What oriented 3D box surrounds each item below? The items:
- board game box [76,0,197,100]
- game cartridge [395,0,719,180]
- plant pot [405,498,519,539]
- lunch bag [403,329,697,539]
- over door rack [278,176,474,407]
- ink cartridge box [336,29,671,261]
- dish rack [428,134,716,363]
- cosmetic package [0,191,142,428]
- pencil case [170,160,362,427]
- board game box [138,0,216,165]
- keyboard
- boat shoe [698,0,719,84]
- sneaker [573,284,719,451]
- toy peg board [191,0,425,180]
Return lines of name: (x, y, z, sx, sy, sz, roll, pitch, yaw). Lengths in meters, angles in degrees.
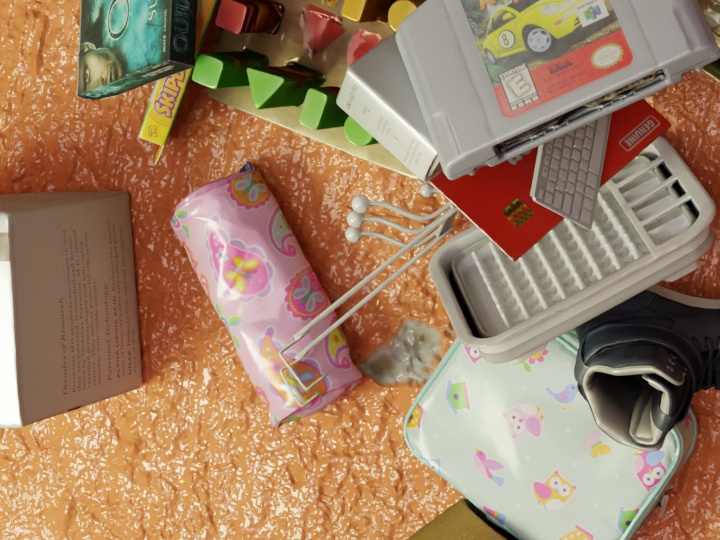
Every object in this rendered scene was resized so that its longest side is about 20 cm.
board game box: (-0.171, -0.241, 1.629, 0.135, 0.028, 0.202, -13, 72, 50)
game cartridge: (0.127, -0.158, 1.420, 0.199, 0.041, 0.134, -25, 61, 10)
plant pot: (0.059, 0.280, 1.594, 0.186, 0.186, 0.201, 35, 95, 15)
lunch bag: (0.147, 0.119, 1.579, 0.199, 0.077, 0.161, 37, 105, 13)
over door rack: (0.000, 0.000, 1.547, 0.066, 0.148, 0.200, 39, 83, 4)
ink cartridge box: (0.110, -0.124, 1.505, 0.173, 0.200, 0.044, 42, 146, 13)
dish rack: (0.154, -0.010, 1.508, 0.199, 0.172, 0.044, -28, 118, 4)
cosmetic package: (-0.292, 0.027, 1.680, 0.163, 0.200, 0.167, -1, 96, 23)
pencil case: (-0.075, 0.019, 1.658, 0.087, 0.087, 0.201, -31, 84, 22)
board game box: (-0.133, -0.186, 1.646, 0.030, 0.096, 0.202, 17, 105, -7)
keyboard: (0.159, -0.130, 1.508, 0.011, 0.056, 0.202, -23, 49, 56)
boat shoe: (0.261, -0.149, 1.496, 0.200, 0.073, 0.063, 34, 81, 9)
sneaker: (0.245, 0.075, 1.477, 0.200, 0.147, 0.078, 10, 118, 1)
toy peg board: (-0.020, -0.192, 1.598, 0.199, 0.098, 0.201, 22, 105, 18)
